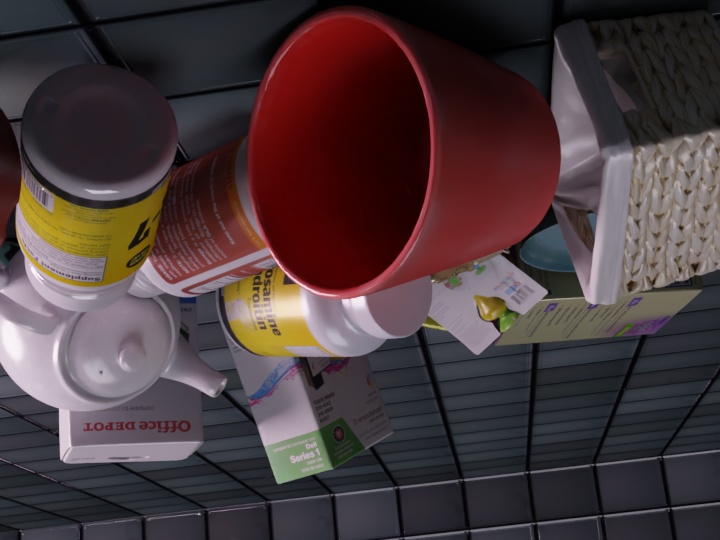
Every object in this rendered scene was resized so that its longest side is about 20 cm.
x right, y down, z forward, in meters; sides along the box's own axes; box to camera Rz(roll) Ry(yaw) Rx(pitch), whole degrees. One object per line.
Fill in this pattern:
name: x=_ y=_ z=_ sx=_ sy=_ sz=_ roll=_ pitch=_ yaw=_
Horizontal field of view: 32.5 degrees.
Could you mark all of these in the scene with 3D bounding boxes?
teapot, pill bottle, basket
teapot: x=-0.250 y=0.055 z=1.171 sx=0.199 sy=0.199 sz=0.146 roll=-25 pitch=-147 yaw=-25
pill bottle: x=-0.131 y=-0.042 z=1.080 sx=0.199 sy=0.114 sz=0.112 roll=-19 pitch=158 yaw=36
pill bottle: x=-0.210 y=-0.056 z=0.960 sx=0.113 sy=0.115 sz=0.200 roll=0 pitch=151 yaw=-18
pill bottle: x=-0.033 y=0.021 z=1.107 sx=0.111 sy=0.113 sz=0.199 roll=11 pitch=170 yaw=-41
basket: x=0.221 y=-0.088 z=0.956 sx=0.122 sy=0.137 sz=0.201 roll=-12 pitch=145 yaw=-2

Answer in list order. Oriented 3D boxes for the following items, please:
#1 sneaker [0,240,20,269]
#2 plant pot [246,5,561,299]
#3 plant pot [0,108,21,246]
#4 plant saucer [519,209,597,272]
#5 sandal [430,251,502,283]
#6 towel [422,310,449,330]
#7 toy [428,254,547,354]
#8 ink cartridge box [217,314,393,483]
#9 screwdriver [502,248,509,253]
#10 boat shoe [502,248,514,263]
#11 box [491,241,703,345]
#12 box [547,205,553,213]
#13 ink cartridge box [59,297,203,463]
sneaker: x=-0.420 y=0.006 z=1.191 sx=0.138 sy=0.079 sz=0.200 roll=-13 pitch=160 yaw=18
plant pot: x=0.041 y=-0.084 z=0.911 sx=0.176 sy=0.203 sz=0.199 roll=-3 pitch=166 yaw=-46
plant pot: x=-0.347 y=-0.072 z=0.825 sx=0.199 sy=0.203 sz=0.195 roll=-14 pitch=169 yaw=24
plant saucer: x=0.251 y=-0.041 z=1.192 sx=0.197 sy=0.028 sz=0.200 roll=-4 pitch=164 yaw=-1
sandal: x=0.068 y=-0.011 z=1.104 sx=0.078 sy=0.070 sz=0.211 roll=43 pitch=139 yaw=-15
towel: x=0.000 y=0.000 z=1.228 sx=0.198 sy=0.087 sz=0.018 roll=11 pitch=-178 yaw=-7
toy: x=0.075 y=-0.018 z=1.192 sx=0.200 sy=0.047 sz=0.115 roll=40 pitch=130 yaw=-5
ink cartridge box: x=-0.059 y=0.116 z=1.384 sx=0.083 sy=0.202 sz=0.144 roll=-20 pitch=179 yaw=31
screwdriver: x=0.077 y=-0.057 z=1.046 sx=0.029 sy=0.028 sz=0.200 roll=-19 pitch=-148 yaw=-24
boat shoe: x=0.119 y=0.002 z=1.375 sx=0.067 sy=0.073 sz=0.199 roll=0 pitch=171 yaw=-28
box: x=0.254 y=0.009 z=1.381 sx=0.197 sy=0.098 sz=0.176 roll=-3 pitch=162 yaw=-5
box: x=0.196 y=-0.090 z=1.142 sx=0.196 sy=0.050 sz=0.200 roll=-3 pitch=162 yaw=-5
ink cartridge box: x=-0.249 y=0.098 z=1.325 sx=0.143 sy=0.202 sz=0.084 roll=0 pitch=162 yaw=-20
